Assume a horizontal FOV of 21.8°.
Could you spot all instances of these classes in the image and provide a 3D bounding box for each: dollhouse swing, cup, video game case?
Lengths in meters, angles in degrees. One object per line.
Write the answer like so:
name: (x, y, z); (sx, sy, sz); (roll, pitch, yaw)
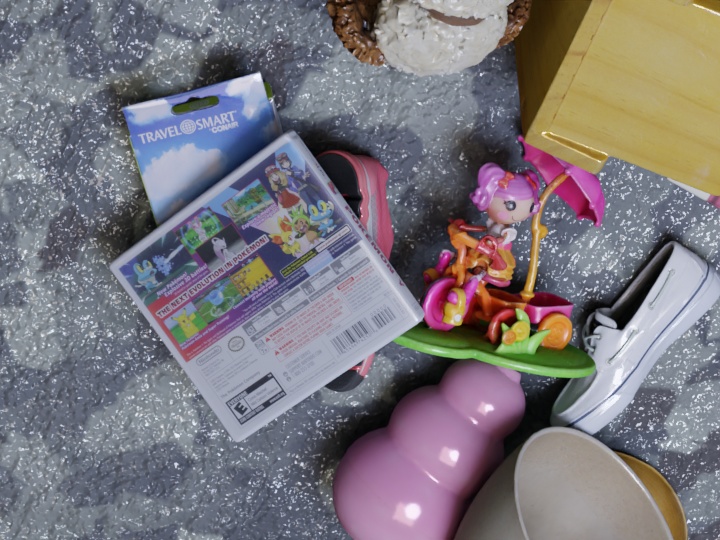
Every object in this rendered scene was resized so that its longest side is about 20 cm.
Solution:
dollhouse swing: (0.233, -0.183, 1.420); (0.175, 0.182, 0.200); (8, 140, -11)
cup: (0.153, 0.252, 1.572); (0.200, 0.201, 0.143); (38, 128, -20)
video game case: (-0.077, 0.015, 1.501); (0.200, 0.023, 0.182); (-34, 93, 24)

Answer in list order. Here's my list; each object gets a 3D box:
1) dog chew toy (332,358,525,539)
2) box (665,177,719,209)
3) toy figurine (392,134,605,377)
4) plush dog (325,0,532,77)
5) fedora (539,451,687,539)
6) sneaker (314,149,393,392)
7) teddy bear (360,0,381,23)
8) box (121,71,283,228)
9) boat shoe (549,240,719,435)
dog chew toy: (0.067, 0.158, 1.624); (0.124, 0.125, 0.200); (37, 98, -20)
box: (0.351, -0.100, 1.536); (0.200, 0.109, 0.128); (26, 110, -17)
toy figurine: (0.123, -0.024, 1.535); (0.200, 0.150, 0.185); (6, 103, -34)
plush dog: (0.070, -0.216, 1.384); (0.199, 0.161, 0.172); (-4, 138, -19)
fedora: (0.207, 0.259, 1.698); (0.200, 0.082, 0.201); (-2, 115, -5)
sneaker: (0.000, 0.000, 1.543); (0.074, 0.087, 0.201); (8, 100, 31)
teddy bear: (0.054, -0.282, 1.456); (0.145, 0.067, 0.200); (26, 103, -26)
box: (-0.112, -0.065, 1.539); (0.122, 0.048, 0.201); (-15, 116, 1)
boat shoe: (0.223, 0.057, 1.621); (0.067, 0.074, 0.200); (40, 92, -20)
